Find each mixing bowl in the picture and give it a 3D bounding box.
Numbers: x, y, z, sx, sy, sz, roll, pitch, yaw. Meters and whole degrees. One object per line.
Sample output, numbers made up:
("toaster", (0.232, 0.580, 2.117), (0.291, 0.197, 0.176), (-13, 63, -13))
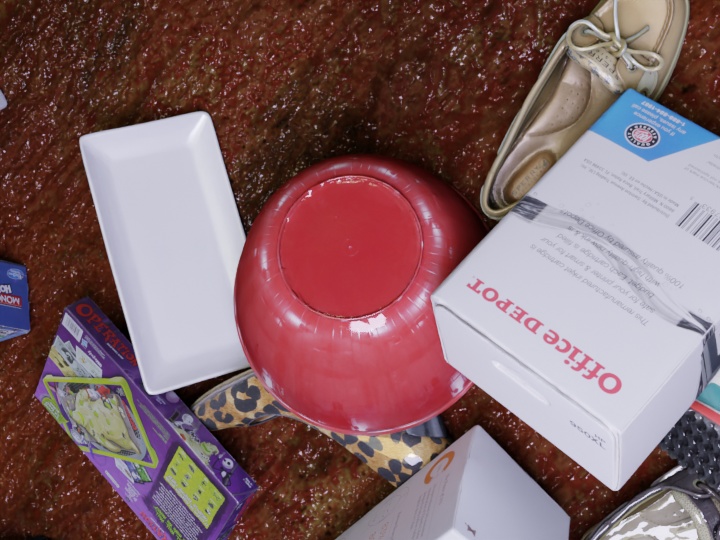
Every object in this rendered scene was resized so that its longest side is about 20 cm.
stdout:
("mixing bowl", (0.000, 0.000, 0.820), (0.196, 0.109, 0.204), (-2, 72, 6))

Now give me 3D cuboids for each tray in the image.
("tray", (-0.139, -0.015, 0.927), (0.106, 0.022, 0.203), (-14, 82, -20))

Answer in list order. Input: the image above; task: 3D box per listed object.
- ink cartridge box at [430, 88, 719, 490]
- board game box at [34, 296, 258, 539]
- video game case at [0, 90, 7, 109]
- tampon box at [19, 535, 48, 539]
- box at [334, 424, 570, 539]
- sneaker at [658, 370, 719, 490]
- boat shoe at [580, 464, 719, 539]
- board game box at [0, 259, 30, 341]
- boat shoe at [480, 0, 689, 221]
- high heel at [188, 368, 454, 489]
("ink cartridge box", (0.160, 0.007, 0.746), (0.144, 0.085, 0.200), (36, 70, 30))
("board game box", (-0.169, 0.129, 0.936), (0.200, 0.032, 0.121), (46, 131, 13))
("video game case", (-0.393, -0.078, 0.954), (0.180, 0.200, 0.023), (-24, 104, 19))
("tampon box", (-0.271, 0.328, 0.927), (0.149, 0.125, 0.204), (10, 96, 46))
("box", (0.034, 0.220, 0.813), (0.097, 0.125, 0.200), (43, 115, -8))
("sneaker", (0.206, 0.054, 0.806), (0.093, 0.071, 0.200), (-30, 51, -22))
("boat shoe", (0.225, 0.160, 0.796), (0.199, 0.065, 0.074), (-38, 76, 15))
("board game box", (-0.407, 0.037, 0.981), (0.198, 0.199, 0.063), (-23, 66, 32))
("boat shoe", (0.151, -0.114, 0.819), (0.073, 0.063, 0.202), (35, 102, 17))
("high heel", (-0.032, 0.132, 0.891), (0.197, 0.071, 0.145), (-20, 86, 17))
